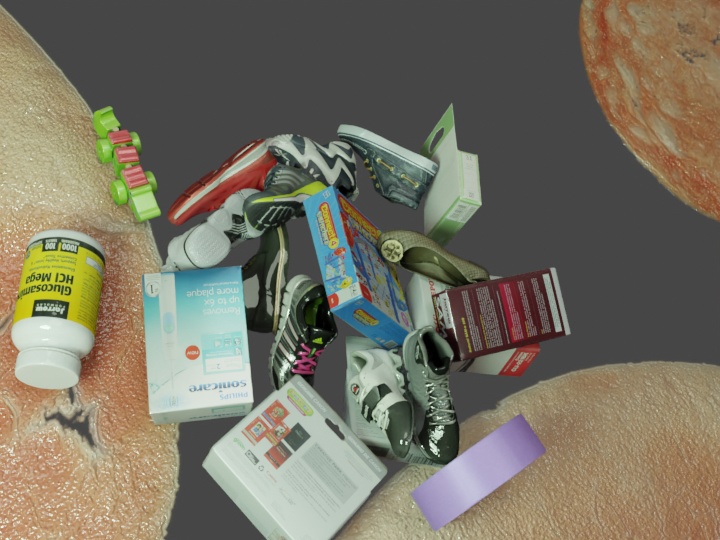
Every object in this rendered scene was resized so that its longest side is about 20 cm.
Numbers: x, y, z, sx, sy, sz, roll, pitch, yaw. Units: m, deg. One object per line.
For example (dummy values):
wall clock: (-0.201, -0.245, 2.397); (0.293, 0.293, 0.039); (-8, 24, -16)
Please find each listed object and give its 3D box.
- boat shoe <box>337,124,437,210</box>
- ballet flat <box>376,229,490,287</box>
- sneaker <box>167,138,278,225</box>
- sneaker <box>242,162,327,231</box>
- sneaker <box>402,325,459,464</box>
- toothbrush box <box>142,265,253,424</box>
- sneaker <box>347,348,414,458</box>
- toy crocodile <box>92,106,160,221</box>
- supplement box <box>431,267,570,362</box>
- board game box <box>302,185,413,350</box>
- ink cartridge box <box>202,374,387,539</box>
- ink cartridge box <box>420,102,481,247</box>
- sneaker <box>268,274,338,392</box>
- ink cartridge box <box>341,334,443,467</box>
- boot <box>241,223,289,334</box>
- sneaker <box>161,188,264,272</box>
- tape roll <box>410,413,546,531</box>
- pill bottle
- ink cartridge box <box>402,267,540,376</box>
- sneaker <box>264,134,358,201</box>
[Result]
boat shoe: (0.032, -0.183, 1.624); (0.198, 0.071, 0.092); (26, 91, 19)
ballet flat: (0.116, -0.007, 1.462); (0.197, 0.068, 0.047); (24, 40, -10)
sneaker: (-0.204, -0.109, 1.483); (0.199, 0.078, 0.116); (-37, 110, -6)
sneaker: (-0.128, -0.119, 1.436); (0.081, 0.074, 0.199); (49, 27, 9)
sneaker: (0.106, 0.175, 1.331); (0.074, 0.116, 0.204); (-10, 76, -11)
toothbrush box: (-0.231, 0.107, 1.317); (0.143, 0.085, 0.204); (-4, 72, -9)
sneaker: (0.024, 0.192, 1.351); (0.087, 0.075, 0.201); (8, 33, -17)
toy crocodile: (-0.369, -0.167, 1.462); (0.067, 0.062, 0.202); (-15, 69, -27)
supplement box: (0.216, 0.069, 1.423); (0.196, 0.061, 0.111); (-10, 83, -22)
board game box: (0.000, 0.000, 1.433); (0.055, 0.200, 0.199); (-25, 60, 17)
ink cartridge box: (-0.090, 0.280, 1.304); (0.200, 0.084, 0.175); (46, 57, 8)
ink cartridge box: (0.154, -0.165, 1.614); (0.047, 0.146, 0.203); (11, 58, -17)
sneaker: (-0.080, 0.108, 1.368); (0.073, 0.087, 0.204); (12, 84, -36)
ink cartridge box: (0.050, 0.202, 1.439); (0.159, 0.058, 0.202); (10, 38, -15)
boot: (-0.181, -0.001, 1.438); (0.136, 0.078, 0.203); (2, 60, -14)
sneaker: (-0.223, -0.055, 1.422); (0.076, 0.114, 0.200); (57, 41, -11)
tape roll: (0.169, 0.290, 1.329); (0.198, 0.201, 0.066); (-28, 74, -31)
pill bottle: (-0.420, 0.054, 1.285); (0.110, 0.113, 0.203); (8, 59, -17)
ink cartridge box: (0.176, 0.085, 1.509); (0.196, 0.084, 0.146); (6, 51, -17)
sneaker: (-0.089, -0.151, 1.550); (0.196, 0.080, 0.131); (4, 52, -31)
